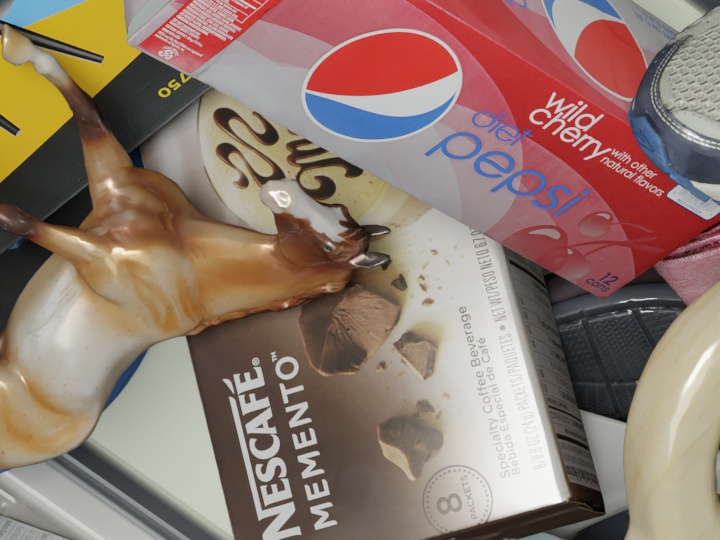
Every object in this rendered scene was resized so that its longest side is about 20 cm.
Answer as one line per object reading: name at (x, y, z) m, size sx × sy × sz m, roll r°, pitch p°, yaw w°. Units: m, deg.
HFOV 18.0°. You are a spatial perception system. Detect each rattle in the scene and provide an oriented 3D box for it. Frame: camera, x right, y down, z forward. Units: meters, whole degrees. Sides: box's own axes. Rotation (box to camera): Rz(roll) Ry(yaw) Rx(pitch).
rattle at (0.144, 0.097, 0.690) m, size 0.143 × 0.130 × 0.200 m, roll 33°, pitch 96°, yaw 41°

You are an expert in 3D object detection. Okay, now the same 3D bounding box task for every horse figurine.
horse figurine at (-0.106, 0.014, 0.714) m, size 0.133 × 0.050 × 0.200 m, roll 34°, pitch 114°, yaw -32°

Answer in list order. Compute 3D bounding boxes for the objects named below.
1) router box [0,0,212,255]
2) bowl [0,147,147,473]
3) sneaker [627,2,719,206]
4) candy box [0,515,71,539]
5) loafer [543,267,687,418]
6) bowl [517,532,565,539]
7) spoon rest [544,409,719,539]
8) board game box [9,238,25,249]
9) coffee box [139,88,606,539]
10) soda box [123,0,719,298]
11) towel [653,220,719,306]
router box at (-0.123, -0.079, 0.694) m, size 0.200 × 0.051 × 0.149 m, roll -37°, pitch 143°, yaw 13°
bowl at (-0.173, -0.010, 0.849) m, size 0.201 × 0.039 × 0.201 m, roll 2°, pitch 108°, yaw 7°
sneaker at (0.164, -0.088, 0.654) m, size 0.200 × 0.085 × 0.077 m, roll -26°, pitch 60°, yaw -16°
candy box at (-0.197, 0.142, 0.892) m, size 0.200 × 0.055 × 0.115 m, roll 19°, pitch 109°, yaw 0°
loafer at (0.139, 0.003, 0.812) m, size 0.200 × 0.063 × 0.072 m, roll -12°, pitch 137°, yaw 15°
bowl at (0.031, 0.195, 0.823) m, size 0.201 × 0.105 × 0.201 m, roll 5°, pitch 128°, yaw 6°
spoon rest at (0.083, 0.085, 0.835) m, size 0.200 × 0.061 × 0.099 m, roll 18°, pitch 142°, yaw 3°
board game box at (-0.228, -0.066, 0.796) m, size 0.200 × 0.037 × 0.151 m, roll -9°, pitch 102°, yaw 9°
coffee box at (0.000, 0.000, 0.768) m, size 0.113 × 0.080 × 0.200 m, roll -16°, pitch 78°, yaw 12°
soda box at (0.024, -0.067, 0.665) m, size 0.200 × 0.070 × 0.063 m, roll 27°, pitch 130°, yaw -38°
towel at (0.205, 0.026, 0.770) m, size 0.144 × 0.023 × 0.200 m, roll -24°, pitch 130°, yaw 22°
